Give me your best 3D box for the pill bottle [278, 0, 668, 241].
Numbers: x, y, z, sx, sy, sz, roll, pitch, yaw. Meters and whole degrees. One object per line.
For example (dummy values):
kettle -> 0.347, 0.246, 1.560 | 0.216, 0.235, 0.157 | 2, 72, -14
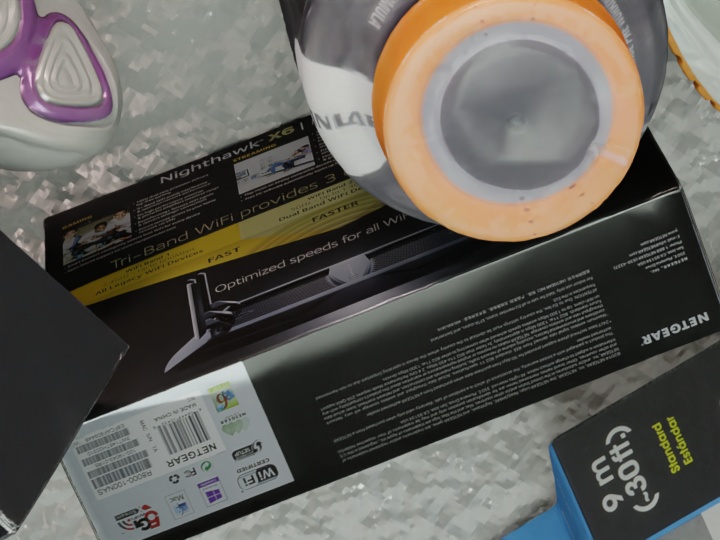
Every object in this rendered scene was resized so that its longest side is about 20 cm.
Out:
pill bottle -> 0.029, -0.079, 0.810 | 0.106, 0.200, 0.107 | -3, 114, -6

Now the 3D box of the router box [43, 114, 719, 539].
router box -> 0.000, 0.000, 0.866 | 0.199, 0.157, 0.052 | -21, 115, 3

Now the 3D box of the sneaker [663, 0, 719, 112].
sneaker -> 0.161, -0.081, 0.874 | 0.092, 0.076, 0.200 | -38, 136, 22

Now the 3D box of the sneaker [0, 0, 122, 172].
sneaker -> -0.166, -0.072, 0.845 | 0.199, 0.075, 0.100 | 22, 141, 7

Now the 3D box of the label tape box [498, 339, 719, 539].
label tape box -> 0.129, 0.107, 0.916 | 0.200, 0.145, 0.063 | -33, 154, 20

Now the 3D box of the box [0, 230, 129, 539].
box -> -0.184, 0.034, 0.803 | 0.141, 0.079, 0.200 | 45, 138, -15
